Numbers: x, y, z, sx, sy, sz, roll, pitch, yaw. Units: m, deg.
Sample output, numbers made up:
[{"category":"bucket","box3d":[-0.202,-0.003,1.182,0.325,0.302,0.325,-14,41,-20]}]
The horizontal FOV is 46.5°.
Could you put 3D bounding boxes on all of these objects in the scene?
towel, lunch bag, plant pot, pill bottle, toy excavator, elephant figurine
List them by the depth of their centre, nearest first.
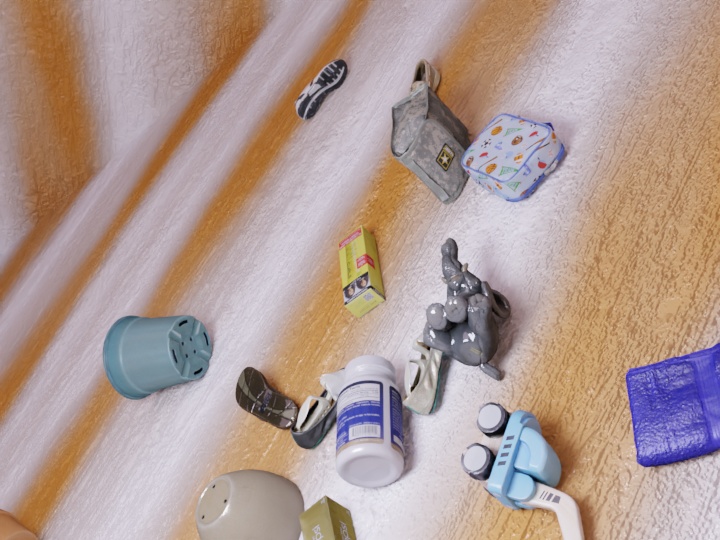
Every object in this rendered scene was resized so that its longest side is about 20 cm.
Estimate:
[{"category":"towel","box3d":[0.440,0.163,1.082,0.197,0.049,0.150,-26,39,31]},{"category":"toy excavator","box3d":[0.240,0.295,1.154,0.197,0.100,0.198,4,61,40]},{"category":"elephant figurine","box3d":[0.186,0.059,1.418,0.138,0.159,0.201,8,26,13]},{"category":"pill bottle","box3d":[0.016,0.252,1.423,0.114,0.116,0.203,-28,38,27]},{"category":"plant pot","box3d":[-0.215,0.436,1.490,0.198,0.134,0.203,-29,37,25]},{"category":"lunch bag","box3d":[0.294,-0.221,1.606,0.161,0.076,0.200,-47,33,-2]},{"category":"lunch bag","box3d":[0.146,-0.253,1.723,0.116,0.163,0.203,-29,39,31]},{"category":"plant pot","box3d":[-0.843,0.666,1.953,0.137,0.201,0.203,2,56,29]},{"category":"plant pot","box3d":[-0.470,0.193,1.985,0.192,0.201,0.204,-12,47,31]}]

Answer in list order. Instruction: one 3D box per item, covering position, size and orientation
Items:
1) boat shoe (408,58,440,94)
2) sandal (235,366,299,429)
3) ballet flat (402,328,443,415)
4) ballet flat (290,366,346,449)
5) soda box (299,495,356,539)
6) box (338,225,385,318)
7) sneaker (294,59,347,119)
[{"category":"boat shoe","box3d":[0.139,-0.415,1.979,0.071,0.065,0.203,-15,46,39]},{"category":"sandal","box3d":[-0.186,0.265,1.705,0.198,0.054,0.083,22,79,40]},{"category":"ballet flat","box3d":[0.113,0.149,1.445,0.068,0.061,0.203,122,165,-54]},{"category":"ballet flat","box3d":[-0.059,0.241,1.561,0.202,0.068,0.068,-54,34,-8]},{"category":"soda box","box3d":[-0.041,0.461,1.324,0.064,0.068,0.202,-39,35,14]},{"category":"box","box3d":[0.000,0.000,1.746,0.075,0.050,0.202,-33,36,23]},{"category":"sneaker","box3d":[-0.118,-0.523,2.375,0.200,0.074,0.080,-46,32,5]}]
